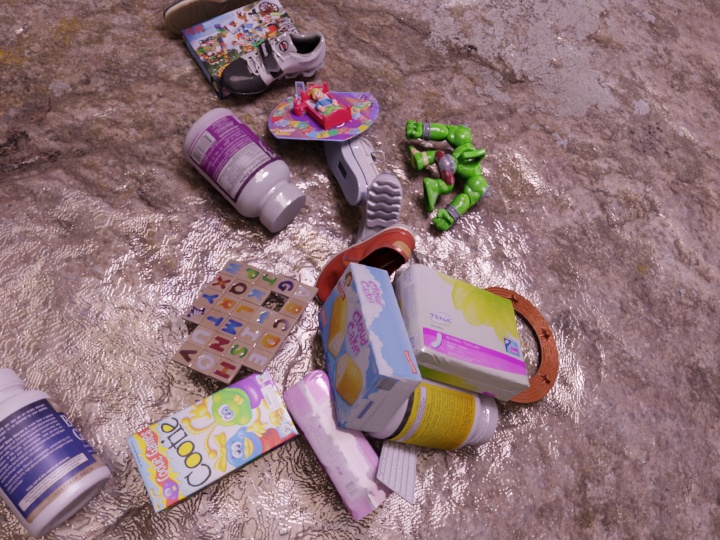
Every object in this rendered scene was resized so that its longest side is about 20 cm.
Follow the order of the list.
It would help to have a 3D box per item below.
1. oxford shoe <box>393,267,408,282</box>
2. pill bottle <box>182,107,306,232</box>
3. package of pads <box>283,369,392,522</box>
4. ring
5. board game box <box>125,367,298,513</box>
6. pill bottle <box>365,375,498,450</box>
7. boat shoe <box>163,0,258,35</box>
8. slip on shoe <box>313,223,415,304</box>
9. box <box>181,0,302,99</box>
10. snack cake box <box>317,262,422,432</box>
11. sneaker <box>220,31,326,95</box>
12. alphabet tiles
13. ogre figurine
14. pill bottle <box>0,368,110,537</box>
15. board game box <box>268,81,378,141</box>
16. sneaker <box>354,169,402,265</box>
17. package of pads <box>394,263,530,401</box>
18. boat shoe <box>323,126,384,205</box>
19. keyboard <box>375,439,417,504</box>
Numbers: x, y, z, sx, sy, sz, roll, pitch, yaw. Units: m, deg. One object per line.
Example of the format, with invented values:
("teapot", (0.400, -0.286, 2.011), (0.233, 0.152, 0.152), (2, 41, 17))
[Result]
("oxford shoe", (0.107, 0.087, 0.907), (0.057, 0.075, 0.202), (-20, 79, -39))
("pill bottle", (-0.186, -0.160, 0.918), (0.200, 0.112, 0.112), (44, 68, 6))
("package of pads", (-0.032, 0.242, 0.797), (0.075, 0.121, 0.201), (-32, 79, -7))
("ring", (0.253, 0.118, 0.930), (0.198, 0.019, 0.203), (12, 60, -21))
("board game box", (-0.200, 0.234, 0.777), (0.198, 0.103, 0.106), (-26, 77, -19))
("pill bottle", (0.102, 0.201, 0.825), (0.198, 0.112, 0.114), (19, 66, -28))
("boat shoe", (-0.282, -0.505, 1.050), (0.200, 0.072, 0.066), (-33, 69, -21))
("slip on shoe", (0.000, 0.000, 0.866), (0.074, 0.199, 0.062), (45, 32, -22))
("box", (-0.210, -0.419, 1.046), (0.199, 0.038, 0.137), (-32, 79, -20))
("snack cake box", (0.005, 0.101, 0.767), (0.066, 0.116, 0.201), (14, 37, -26))
("sneaker", (-0.151, -0.373, 0.978), (0.198, 0.089, 0.075), (-26, 83, -18))
("alphabet tiles", (-0.180, 0.072, 0.831), (0.165, 0.008, 0.201), (17, 50, 19))
("ogre figurine", (0.160, -0.181, 1.006), (0.118, 0.098, 0.202), (-15, 62, -4))
("pill bottle", (-0.431, 0.229, 0.728), (0.111, 0.111, 0.200), (-41, 83, -21))
("board game box", (-0.068, -0.287, 0.975), (0.197, 0.039, 0.159), (6, 47, 15))
("sneaker", (0.033, -0.065, 0.906), (0.074, 0.202, 0.082), (16, 30, -1))
("package of pads", (0.144, 0.087, 0.814), (0.198, 0.068, 0.156), (20, 47, -23))
("boat shoe", (-0.001, -0.194, 0.979), (0.085, 0.075, 0.203), (-3, 49, -27))
("keyboard", (0.054, 0.259, 0.784), (0.056, 0.200, 0.011), (31, 100, 3))
